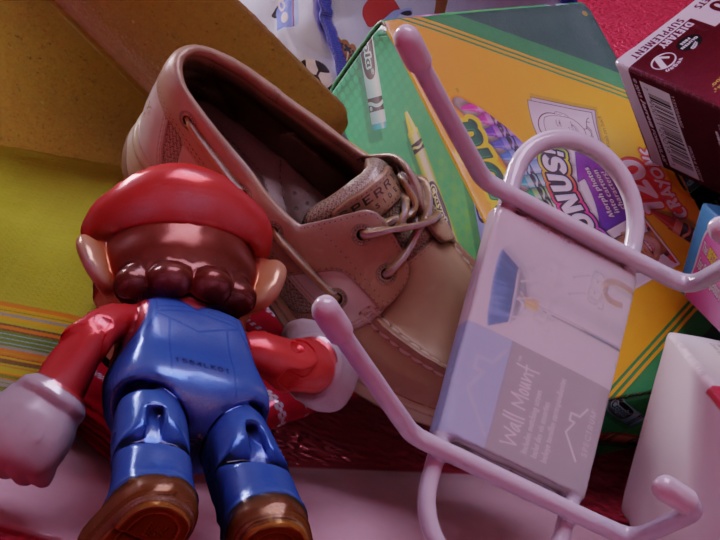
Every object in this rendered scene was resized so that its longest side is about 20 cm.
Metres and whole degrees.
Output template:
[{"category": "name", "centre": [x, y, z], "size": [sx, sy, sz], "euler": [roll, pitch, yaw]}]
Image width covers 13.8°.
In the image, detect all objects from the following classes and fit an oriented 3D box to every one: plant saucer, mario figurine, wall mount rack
[{"category": "plant saucer", "centre": [-0.135, -0.086, 1.286], "size": [0.200, 0.200, 0.048], "euler": [45, 52, -14]}, {"category": "mario figurine", "centre": [-0.065, 0.050, 1.076], "size": [0.123, 0.106, 0.200], "euler": [46, 22, -33]}, {"category": "wall mount rack", "centre": [0.057, 0.010, 1.098], "size": [0.173, 0.200, 0.075], "euler": [27, -31, -19]}]

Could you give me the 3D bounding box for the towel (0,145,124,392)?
[{"category": "towel", "centre": [-0.142, 0.006, 1.180], "size": [0.086, 0.018, 0.200], "euler": [12, 30, 6]}]

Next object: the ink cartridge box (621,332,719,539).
[{"category": "ink cartridge box", "centre": [0.218, 0.099, 1.154], "size": [0.199, 0.086, 0.148], "euler": [12, 14, -12]}]

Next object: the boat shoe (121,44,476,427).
[{"category": "boat shoe", "centre": [-0.003, -0.012, 1.153], "size": [0.200, 0.065, 0.072], "euler": [38, 49, 8]}]

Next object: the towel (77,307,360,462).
[{"category": "towel", "centre": [-0.050, 0.017, 1.201], "size": [0.200, 0.023, 0.145], "euler": [-20, 37, -32]}]

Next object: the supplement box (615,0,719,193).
[{"category": "supplement box", "centre": [0.212, -0.066, 1.222], "size": [0.109, 0.061, 0.200], "euler": [-39, 39, -19]}]

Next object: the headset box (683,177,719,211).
[{"category": "headset box", "centre": [0.231, -0.014, 1.413], "size": [0.174, 0.093, 0.200], "euler": [51, 12, -8]}]

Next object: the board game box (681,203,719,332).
[{"category": "board game box", "centre": [0.224, 0.031, 1.168], "size": [0.153, 0.040, 0.200], "euler": [11, 14, -13]}]

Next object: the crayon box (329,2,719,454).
[{"category": "crayon box", "centre": [0.082, -0.018, 1.287], "size": [0.119, 0.058, 0.200], "euler": [-8, 62, -36]}]

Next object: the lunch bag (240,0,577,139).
[{"category": "lunch bag", "centre": [-0.011, -0.106, 1.479], "size": [0.170, 0.124, 0.200], "euler": [-2, -13, -36]}]
